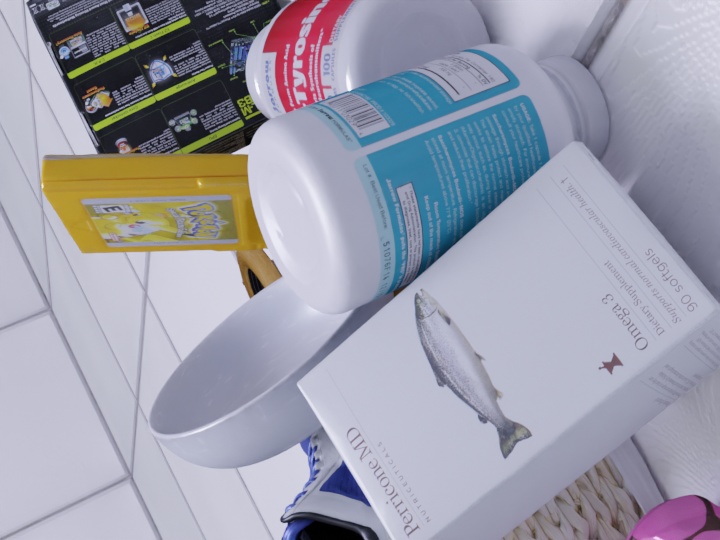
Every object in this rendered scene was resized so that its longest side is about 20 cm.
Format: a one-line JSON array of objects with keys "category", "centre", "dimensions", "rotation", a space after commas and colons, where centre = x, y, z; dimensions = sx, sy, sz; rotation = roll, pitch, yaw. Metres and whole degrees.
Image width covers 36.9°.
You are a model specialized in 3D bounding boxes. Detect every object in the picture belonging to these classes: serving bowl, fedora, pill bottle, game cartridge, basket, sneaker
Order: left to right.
[{"category": "game cartridge", "centre": [-0.142, -0.050, 0.877], "dimensions": [0.176, 0.197, 0.033], "rotation": [104, 166, -74]}, {"category": "serving bowl", "centre": [-0.052, 0.070, 0.759], "dimensions": [0.066, 0.200, 0.199], "rotation": [54, 161, -18]}, {"category": "fedora", "centre": [-0.050, 0.037, 1.042], "dimensions": [0.202, 0.081, 0.201], "rotation": [57, 166, 22]}, {"category": "sneaker", "centre": [-0.013, 0.146, 0.713], "dimensions": [0.199, 0.114, 0.082], "rotation": [27, 135, 57]}, {"category": "pill bottle", "centre": [-0.005, -0.140, 0.755], "dimensions": [0.199, 0.111, 0.114], "rotation": [16, 126, 61]}, {"category": "pill bottle", "centre": [0.044, -0.060, 0.611], "dimensions": [0.111, 0.198, 0.112], "rotation": [47, 149, 39]}, {"category": "basket", "centre": [0.096, 0.127, 0.762], "dimensions": [0.202, 0.122, 0.136], "rotation": [61, 156, 14]}]

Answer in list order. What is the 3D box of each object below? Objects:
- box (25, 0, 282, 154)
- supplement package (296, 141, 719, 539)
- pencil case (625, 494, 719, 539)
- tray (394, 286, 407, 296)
[{"category": "box", "centre": [-0.158, -0.186, 0.931], "dimensions": [0.195, 0.198, 0.048], "rotation": [61, 170, 10]}, {"category": "supplement package", "centre": [0.088, 0.050, 0.586], "dimensions": [0.117, 0.200, 0.117], "rotation": [54, -166, 24]}, {"category": "pencil case", "centre": [0.233, 0.221, 0.604], "dimensions": [0.200, 0.090, 0.094], "rotation": [46, 114, 44]}, {"category": "tray", "centre": [0.006, 0.022, 0.852], "dimensions": [0.099, 0.037, 0.200], "rotation": [45, 142, 0]}]
